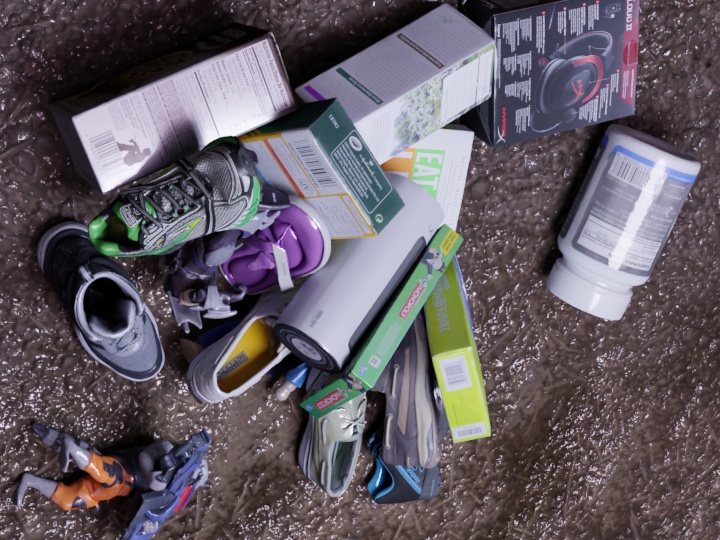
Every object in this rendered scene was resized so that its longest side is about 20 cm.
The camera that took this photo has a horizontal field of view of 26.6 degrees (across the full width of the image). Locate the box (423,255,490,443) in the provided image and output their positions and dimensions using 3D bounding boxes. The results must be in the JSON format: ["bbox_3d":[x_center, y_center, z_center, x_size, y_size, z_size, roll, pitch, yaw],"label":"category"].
[{"bbox_3d":[0.100,0.074,1.643,0.048,0.200,0.122,-12,123,5],"label":"box"}]

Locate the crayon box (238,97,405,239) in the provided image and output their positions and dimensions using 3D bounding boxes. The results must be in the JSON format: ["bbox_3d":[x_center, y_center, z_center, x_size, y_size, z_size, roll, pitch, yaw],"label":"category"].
[{"bbox_3d":[-0.065,-0.091,1.458,0.052,0.200,0.126,-48,117,-30],"label":"crayon box"}]

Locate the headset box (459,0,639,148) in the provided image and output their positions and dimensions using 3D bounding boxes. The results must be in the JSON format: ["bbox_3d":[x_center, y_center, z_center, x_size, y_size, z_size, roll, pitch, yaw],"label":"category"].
[{"bbox_3d":[0.208,-0.227,1.605,0.200,0.075,0.149,-16,121,-21],"label":"headset box"}]

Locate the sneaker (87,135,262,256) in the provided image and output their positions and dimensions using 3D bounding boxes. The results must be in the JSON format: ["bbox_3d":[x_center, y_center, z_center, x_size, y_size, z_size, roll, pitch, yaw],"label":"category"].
[{"bbox_3d":[-0.163,-0.054,1.345,0.085,0.200,0.078,-21,83,-49],"label":"sneaker"}]

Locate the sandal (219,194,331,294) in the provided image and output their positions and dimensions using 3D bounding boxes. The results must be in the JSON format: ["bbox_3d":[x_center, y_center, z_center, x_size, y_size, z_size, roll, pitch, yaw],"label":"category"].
[{"bbox_3d":[-0.088,-0.010,1.489,0.082,0.203,0.050,41,59,-6],"label":"sandal"}]

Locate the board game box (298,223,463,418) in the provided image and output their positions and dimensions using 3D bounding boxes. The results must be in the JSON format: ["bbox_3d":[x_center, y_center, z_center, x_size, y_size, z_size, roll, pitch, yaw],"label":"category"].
[{"bbox_3d":[0.021,0.053,1.556,0.029,0.135,0.200,39,60,-9],"label":"board game box"}]

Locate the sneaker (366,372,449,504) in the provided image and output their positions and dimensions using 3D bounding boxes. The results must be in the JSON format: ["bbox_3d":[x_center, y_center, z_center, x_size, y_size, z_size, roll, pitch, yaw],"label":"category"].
[{"bbox_3d":[0.052,0.184,1.733,0.082,0.073,0.200,-10,118,-22],"label":"sneaker"}]

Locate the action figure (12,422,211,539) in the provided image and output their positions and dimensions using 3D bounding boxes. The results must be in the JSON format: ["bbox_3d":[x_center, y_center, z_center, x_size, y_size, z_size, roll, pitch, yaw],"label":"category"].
[{"bbox_3d":[-0.234,0.195,1.568,0.193,0.105,0.200,9,134,-37],"label":"action figure"}]

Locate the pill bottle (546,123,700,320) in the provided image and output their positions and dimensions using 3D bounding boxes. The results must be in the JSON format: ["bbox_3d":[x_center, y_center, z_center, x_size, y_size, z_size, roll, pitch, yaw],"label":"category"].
[{"bbox_3d":[0.291,-0.053,1.717,0.114,0.114,0.200,13,108,-33],"label":"pill bottle"}]

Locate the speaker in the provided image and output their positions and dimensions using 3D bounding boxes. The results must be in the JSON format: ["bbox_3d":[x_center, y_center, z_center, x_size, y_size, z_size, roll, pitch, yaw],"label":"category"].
[{"bbox_3d":[0.000,0.000,1.516,0.200,0.081,0.081,-55,130,-21],"label":"speaker"}]

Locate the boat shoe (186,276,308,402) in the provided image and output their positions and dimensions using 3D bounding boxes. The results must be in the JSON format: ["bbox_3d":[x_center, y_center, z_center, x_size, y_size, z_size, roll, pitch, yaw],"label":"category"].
[{"bbox_3d":[-0.088,0.060,1.546,0.200,0.070,0.071,-40,106,-25],"label":"boat shoe"}]

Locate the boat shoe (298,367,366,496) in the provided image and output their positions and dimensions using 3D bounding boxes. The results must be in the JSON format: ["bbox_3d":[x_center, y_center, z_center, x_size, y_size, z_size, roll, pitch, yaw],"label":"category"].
[{"bbox_3d":[-0.020,0.160,1.666,0.072,0.062,0.200,-19,135,-32],"label":"boat shoe"}]

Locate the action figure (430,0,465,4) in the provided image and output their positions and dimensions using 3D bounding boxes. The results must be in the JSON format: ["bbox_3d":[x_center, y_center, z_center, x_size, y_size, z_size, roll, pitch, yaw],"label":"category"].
[{"bbox_3d":[0.063,-0.330,1.482,0.200,0.069,0.130,4,105,-34],"label":"action figure"}]

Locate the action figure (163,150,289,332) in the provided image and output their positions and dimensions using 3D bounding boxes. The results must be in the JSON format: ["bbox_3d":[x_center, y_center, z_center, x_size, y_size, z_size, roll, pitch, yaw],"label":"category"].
[{"bbox_3d":[-0.141,-0.025,1.452,0.069,0.130,0.200,-5,146,-32],"label":"action figure"}]

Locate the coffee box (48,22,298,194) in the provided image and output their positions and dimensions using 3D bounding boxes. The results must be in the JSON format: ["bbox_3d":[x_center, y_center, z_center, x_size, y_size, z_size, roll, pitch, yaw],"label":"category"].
[{"bbox_3d":[-0.173,-0.153,1.406,0.200,0.113,0.080,-26,110,-16],"label":"coffee box"}]

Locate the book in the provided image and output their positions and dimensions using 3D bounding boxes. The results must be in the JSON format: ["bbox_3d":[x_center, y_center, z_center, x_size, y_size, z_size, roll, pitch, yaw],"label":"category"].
[{"bbox_3d":[0.012,-0.095,1.590,0.200,0.048,0.134,2,112,-26],"label":"book"}]

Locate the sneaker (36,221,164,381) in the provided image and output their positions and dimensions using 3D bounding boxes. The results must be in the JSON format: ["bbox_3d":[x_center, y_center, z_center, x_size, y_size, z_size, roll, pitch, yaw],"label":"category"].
[{"bbox_3d":[-0.240,0.051,1.479,0.075,0.114,0.200,-34,126,-9],"label":"sneaker"}]

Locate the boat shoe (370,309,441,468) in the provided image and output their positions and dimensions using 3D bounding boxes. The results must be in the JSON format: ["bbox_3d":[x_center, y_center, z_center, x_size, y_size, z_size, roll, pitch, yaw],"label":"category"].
[{"bbox_3d":[0.043,0.116,1.648,0.073,0.201,0.075,-7,160,7],"label":"boat shoe"}]

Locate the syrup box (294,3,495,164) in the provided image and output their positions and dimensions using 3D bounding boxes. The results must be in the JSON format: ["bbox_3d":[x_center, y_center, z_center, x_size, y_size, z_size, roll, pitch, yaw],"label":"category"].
[{"bbox_3d":[0.034,-0.174,1.499,0.200,0.081,0.079,-32,147,-24],"label":"syrup box"}]

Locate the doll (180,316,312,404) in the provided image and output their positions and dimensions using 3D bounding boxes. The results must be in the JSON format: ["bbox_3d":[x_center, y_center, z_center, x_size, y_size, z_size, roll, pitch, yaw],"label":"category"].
[{"bbox_3d":[-0.090,0.080,1.617,0.200,0.048,0.137,-19,118,-27],"label":"doll"}]
